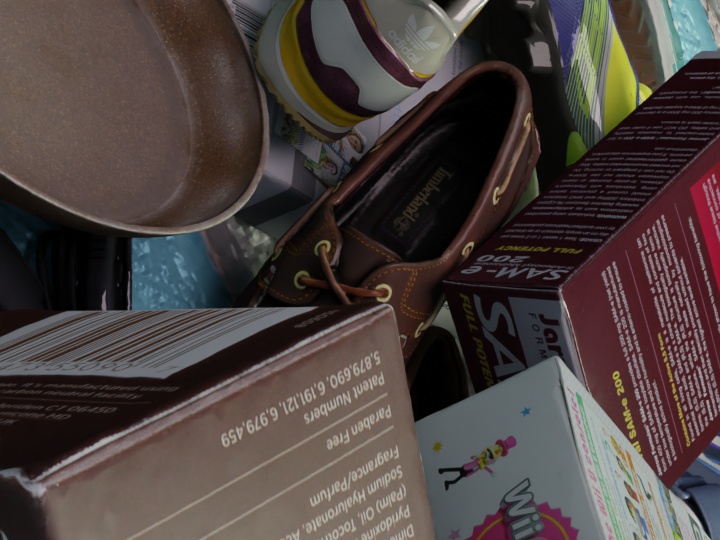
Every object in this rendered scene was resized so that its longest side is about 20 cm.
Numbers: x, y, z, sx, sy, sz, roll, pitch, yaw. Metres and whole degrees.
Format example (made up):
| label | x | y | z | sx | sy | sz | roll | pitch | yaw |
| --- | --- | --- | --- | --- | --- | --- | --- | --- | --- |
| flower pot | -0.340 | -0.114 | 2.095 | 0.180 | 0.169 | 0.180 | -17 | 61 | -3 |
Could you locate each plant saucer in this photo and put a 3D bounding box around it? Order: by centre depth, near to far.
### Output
| label | x | y | z | sx | sy | sz | roll | pitch | yaw |
| --- | --- | --- | --- | --- | --- | --- | --- | --- | --- |
| plant saucer | -0.118 | -0.089 | 0.872 | 0.200 | 0.032 | 0.201 | 31 | 36 | -26 |

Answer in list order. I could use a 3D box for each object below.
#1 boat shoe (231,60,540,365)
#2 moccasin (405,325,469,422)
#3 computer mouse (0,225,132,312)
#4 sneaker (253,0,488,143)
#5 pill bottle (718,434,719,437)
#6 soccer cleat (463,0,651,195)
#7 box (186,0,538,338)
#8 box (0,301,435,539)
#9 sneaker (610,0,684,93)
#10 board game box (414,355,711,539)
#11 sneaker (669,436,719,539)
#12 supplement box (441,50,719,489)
| label | x | y | z | sx | sy | sz | roll | pitch | yaw |
| --- | --- | --- | --- | --- | --- | --- | --- | --- | --- |
| boat shoe | 0.000 | 0.000 | 0.930 | 0.070 | 0.070 | 0.200 | 32 | 68 | 8 |
| moccasin | 0.021 | 0.121 | 0.945 | 0.073 | 0.077 | 0.203 | 28 | 55 | -42 |
| computer mouse | -0.146 | 0.005 | 0.819 | 0.199 | 0.053 | 0.139 | 28 | 56 | -40 |
| sneaker | 0.024 | -0.136 | 0.976 | 0.075 | 0.090 | 0.201 | 42 | 40 | -28 |
| pill bottle | 0.221 | 0.069 | 1.173 | 0.112 | 0.112 | 0.201 | -41 | 106 | -49 |
| soccer cleat | 0.108 | -0.044 | 1.058 | 0.083 | 0.065 | 0.201 | -13 | 85 | -36 |
| box | 0.000 | -0.077 | 1.034 | 0.199 | 0.041 | 0.157 | 27 | 56 | -39 |
| box | -0.080 | 0.126 | 0.726 | 0.164 | 0.165 | 0.201 | -25 | 108 | -51 |
| sneaker | 0.121 | -0.163 | 1.186 | 0.080 | 0.071 | 0.201 | -19 | 88 | -47 |
| board game box | 0.098 | 0.146 | 0.850 | 0.200 | 0.064 | 0.148 | 50 | 20 | -46 |
| sneaker | 0.154 | 0.129 | 1.029 | 0.199 | 0.081 | 0.147 | 29 | 24 | 4 |
| supplement box | 0.123 | 0.003 | 0.970 | 0.200 | 0.061 | 0.109 | -40 | 122 | -41 |
